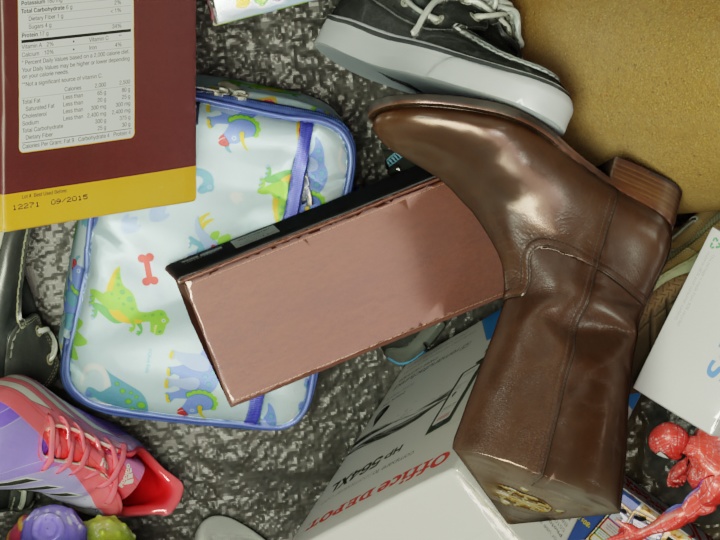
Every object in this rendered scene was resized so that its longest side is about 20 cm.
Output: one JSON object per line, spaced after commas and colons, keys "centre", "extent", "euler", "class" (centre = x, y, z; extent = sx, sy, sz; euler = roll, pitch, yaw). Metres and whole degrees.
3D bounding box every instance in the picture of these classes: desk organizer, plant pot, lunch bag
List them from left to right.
{"centre": [-0.087, -0.011, 1.584], "extent": [0.160, 0.082, 0.201], "euler": [11, 103, -9], "class": "lunch bag"}
{"centre": [0.000, 0.000, 1.514], "extent": [0.199, 0.072, 0.077], "euler": [-22, 99, -7], "class": "desk organizer"}
{"centre": [0.198, -0.108, 1.491], "extent": [0.185, 0.200, 0.188], "euler": [-5, 103, -23], "class": "plant pot"}

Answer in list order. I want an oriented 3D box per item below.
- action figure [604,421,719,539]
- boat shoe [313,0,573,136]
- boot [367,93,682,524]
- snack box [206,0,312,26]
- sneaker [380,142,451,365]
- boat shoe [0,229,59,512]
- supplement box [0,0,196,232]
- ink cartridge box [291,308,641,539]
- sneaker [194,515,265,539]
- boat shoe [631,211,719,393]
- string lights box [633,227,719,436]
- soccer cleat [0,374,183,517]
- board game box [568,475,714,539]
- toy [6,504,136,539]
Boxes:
{"centre": [0.218, 0.145, 1.619], "extent": [0.099, 0.066, 0.200], "euler": [-25, 136, 33], "class": "action figure"}
{"centre": [0.054, -0.126, 1.508], "extent": [0.073, 0.199, 0.068], "euler": [30, 87, -35], "class": "boat shoe"}
{"centre": [0.069, 0.022, 1.426], "extent": [0.185, 0.064, 0.201], "euler": [18, 72, -6], "class": "boot"}
{"centre": [0.008, -0.191, 1.517], "extent": [0.199, 0.142, 0.053], "euler": [-14, 102, 0], "class": "snack box"}
{"centre": [0.043, -0.045, 1.593], "extent": [0.081, 0.073, 0.201], "euler": [21, 90, -4], "class": "sneaker"}
{"centre": [-0.210, 0.047, 1.600], "extent": [0.067, 0.072, 0.201], "euler": [5, 102, -21], "class": "boat shoe"}
{"centre": [-0.199, -0.142, 1.470], "extent": [0.132, 0.197, 0.201], "euler": [-11, 107, -43], "class": "supplement box"}
{"centre": [0.061, 0.110, 1.535], "extent": [0.146, 0.200, 0.084], "euler": [-31, 104, 36], "class": "ink cartridge box"}
{"centre": [-0.060, 0.250, 1.646], "extent": [0.099, 0.071, 0.201], "euler": [-41, 78, 38], "class": "sneaker"}
{"centre": [0.181, 0.005, 1.569], "extent": [0.199, 0.076, 0.072], "euler": [-29, 137, -38], "class": "boat shoe"}
{"centre": [0.245, 0.044, 1.560], "extent": [0.059, 0.200, 0.103], "euler": [32, 101, 33], "class": "string lights box"}
{"centre": [-0.165, 0.105, 1.548], "extent": [0.076, 0.200, 0.067], "euler": [15, 82, 19], "class": "soccer cleat"}
{"centre": [0.116, 0.217, 1.662], "extent": [0.151, 0.046, 0.200], "euler": [36, 98, -10], "class": "board game box"}
{"centre": [-0.167, 0.164, 1.567], "extent": [0.114, 0.200, 0.048], "euler": [2, 71, 2], "class": "toy"}
